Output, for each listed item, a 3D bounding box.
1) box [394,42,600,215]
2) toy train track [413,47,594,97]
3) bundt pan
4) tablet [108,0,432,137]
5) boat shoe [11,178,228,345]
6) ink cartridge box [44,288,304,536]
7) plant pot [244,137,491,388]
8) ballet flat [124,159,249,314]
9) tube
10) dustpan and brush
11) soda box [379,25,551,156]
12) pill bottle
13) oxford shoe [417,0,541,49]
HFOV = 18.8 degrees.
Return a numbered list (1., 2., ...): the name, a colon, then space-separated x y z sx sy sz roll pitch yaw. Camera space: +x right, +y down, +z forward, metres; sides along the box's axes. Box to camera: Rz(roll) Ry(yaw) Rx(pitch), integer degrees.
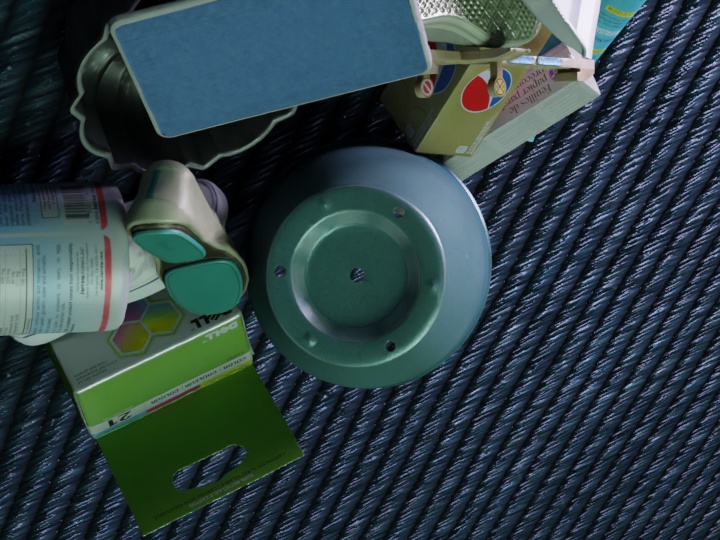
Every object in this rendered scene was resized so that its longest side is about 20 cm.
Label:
1. box: 0.098 -0.112 1.761 0.199 0.039 0.041 -32 149 23
2. toy train track: 0.102 -0.143 1.602 0.199 0.114 0.033 -3 93 -45
3. bundt pan: -0.122 -0.164 1.522 0.201 0.076 0.203 -21 144 -16
4. tablet: -0.057 -0.152 1.460 0.199 0.014 0.130 -13 145 5
5. boat shoe: -0.194 -0.011 1.660 0.199 0.074 0.065 -34 150 1
6. ink cartridge box: -0.150 0.082 1.698 0.147 0.201 0.076 -25 146 -10
7. plant pot: 0.000 0.000 1.652 0.200 0.201 0.188 -35 -179 5
8. ballet flat: -0.124 -0.027 1.592 0.069 0.070 0.200 -30 160 -3
9. tube: 0.165 -0.178 1.768 0.077 0.051 0.200 10 134 -34
10. dustpan and brush: 0.115 -0.260 1.548 0.199 0.140 0.057 32 139 -23
11. soda box: 0.097 -0.184 1.679 0.064 0.068 0.201 2 133 -39
12. pill bottle: -0.269 -0.007 1.553 0.198 0.109 0.109 -2 138 -14
13. oxford shoe: 0.053 -0.192 1.544 0.199 0.076 0.058 -4 172 -44
